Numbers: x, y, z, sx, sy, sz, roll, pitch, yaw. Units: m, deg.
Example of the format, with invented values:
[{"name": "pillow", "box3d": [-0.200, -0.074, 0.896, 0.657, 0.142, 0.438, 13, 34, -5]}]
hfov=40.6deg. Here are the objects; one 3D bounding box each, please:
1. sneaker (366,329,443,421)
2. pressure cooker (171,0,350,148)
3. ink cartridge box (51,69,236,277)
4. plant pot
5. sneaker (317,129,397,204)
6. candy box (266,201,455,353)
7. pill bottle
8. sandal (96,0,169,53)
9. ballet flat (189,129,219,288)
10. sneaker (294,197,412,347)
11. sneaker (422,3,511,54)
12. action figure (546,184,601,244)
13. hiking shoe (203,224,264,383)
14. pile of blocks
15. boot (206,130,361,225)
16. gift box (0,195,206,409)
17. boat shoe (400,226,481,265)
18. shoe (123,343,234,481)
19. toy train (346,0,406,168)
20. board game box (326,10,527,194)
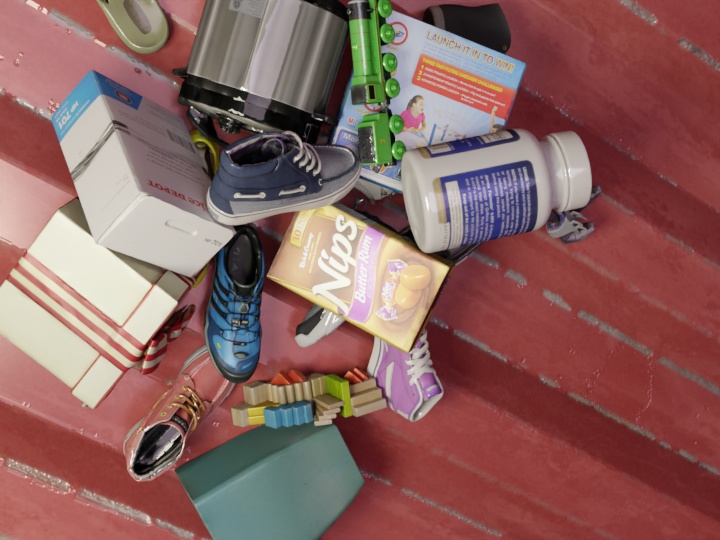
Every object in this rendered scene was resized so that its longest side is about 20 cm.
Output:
[{"name": "sneaker", "box3d": [0.071, 0.100, 1.234, 0.072, 0.114, 0.202, -18, 128, -32]}, {"name": "pressure cooker", "box3d": [-0.116, -0.234, 1.132, 0.177, 0.175, 0.202, 14, 96, -34]}, {"name": "ink cartridge box", "box3d": [-0.242, -0.106, 1.081, 0.086, 0.201, 0.146, -40, 145, 19]}, {"name": "plant pot", "box3d": [-0.107, 0.276, 1.237, 0.199, 0.141, 0.142, -31, 105, -16]}, {"name": "sneaker", "box3d": [0.034, -0.125, 1.256, 0.198, 0.075, 0.083, 10, 110, -9]}, {"name": "candy box", "box3d": [0.000, 0.000, 1.175, 0.199, 0.056, 0.118, 28, 101, 11]}, {"name": "pill bottle", "box3d": [0.155, -0.097, 1.113, 0.198, 0.120, 0.121, -12, 101, -7]}, {"name": "sandal", "box3d": [-0.292, -0.347, 1.135, 0.080, 0.057, 0.201, -41, 106, -6]}, {"name": "ballet flat", "box3d": [-0.208, -0.072, 1.192, 0.066, 0.067, 0.202, 6, 96, -17]}, {"name": "sneaker", "box3d": [-0.034, 0.000, 1.249, 0.200, 0.075, 0.114, -44, 86, 12]}, {"name": "sneaker", "box3d": [0.148, -0.244, 1.256, 0.105, 0.075, 0.202, -9, 99, -10]}, {"name": "action figure", "box3d": [0.230, -0.106, 1.278, 0.199, 0.069, 0.131, 20, 61, -35]}, {"name": "hiking shoe", "box3d": [-0.155, 0.038, 1.194, 0.074, 0.087, 0.202, -1, 85, -13]}, {"name": "pile of blocks", "box3d": [-0.069, 0.157, 1.243, 0.198, 0.082, 0.063, -9, 101, -4]}, {"name": "boot", "box3d": [-0.070, -0.113, 1.057, 0.199, 0.091, 0.073, -24, 68, -33]}, {"name": "gift box", "box3d": [-0.296, 0.038, 1.119, 0.186, 0.185, 0.200, 38, 109, -7]}, {"name": "boat shoe", "box3d": [0.106, -0.033, 1.283, 0.199, 0.060, 0.074, -33, 106, -8]}, {"name": "shoe", "box3d": [-0.217, 0.175, 1.212, 0.071, 0.091, 0.200, 44, 86, -16]}, {"name": "toy train", "box3d": [0.015, -0.217, 1.113, 0.056, 0.042, 0.202, -12, 99, -40]}, {"name": "board game box", "box3d": [0.075, -0.190, 1.182, 0.198, 0.056, 0.198, 19, 92, -9]}]
